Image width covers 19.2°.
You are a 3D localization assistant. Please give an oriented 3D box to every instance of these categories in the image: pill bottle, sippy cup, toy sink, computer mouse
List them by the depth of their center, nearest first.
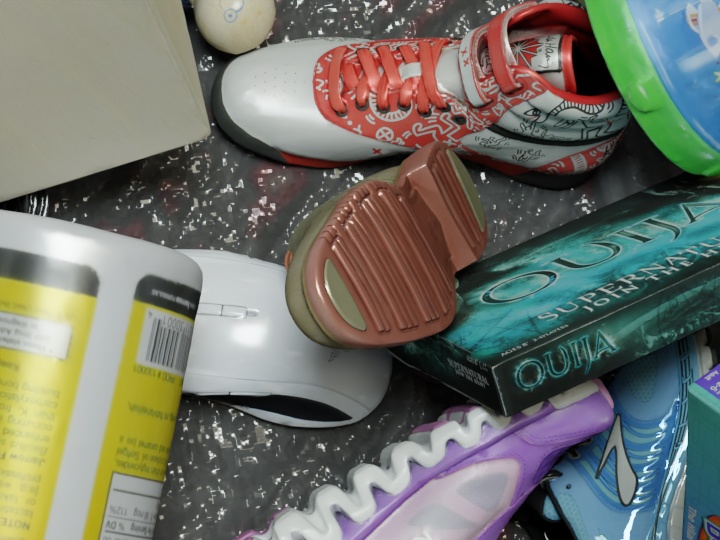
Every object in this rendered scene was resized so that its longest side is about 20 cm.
[{"bbox_3d":[-0.138,0.084,0.874,0.114,0.114,0.201,12,83,-9],"label":"pill bottle"},{"bbox_3d":[-0.157,-0.133,0.898,0.130,0.200,0.112,-17,59,4],"label":"toy sink"},{"bbox_3d":[0.188,-0.129,0.971,0.178,0.130,0.140,-12,81,-61],"label":"sippy cup"},{"bbox_3d":[-0.078,0.020,0.972,0.199,0.044,0.110,10,66,-10],"label":"computer mouse"}]

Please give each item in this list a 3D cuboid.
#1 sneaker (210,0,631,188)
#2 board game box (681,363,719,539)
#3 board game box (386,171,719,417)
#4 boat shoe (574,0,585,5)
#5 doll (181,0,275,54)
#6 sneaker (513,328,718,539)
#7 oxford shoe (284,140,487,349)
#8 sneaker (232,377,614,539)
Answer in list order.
[{"bbox_3d":[0.035,-0.093,1.009,0.200,0.108,0.068,8,67,-11],"label":"sneaker"},{"bbox_3d":[0.197,0.087,0.878,0.152,0.201,0.045,-34,50,-25],"label":"board game box"},{"bbox_3d":[0.118,0.002,0.957,0.199,0.135,0.028,-23,107,-18],"label":"board game box"},{"bbox_3d":[0.167,-0.135,1.083,0.073,0.063,0.201,-37,81,-24],"label":"boat shoe"},{"bbox_3d":[-0.132,-0.160,1.028,0.199,0.048,0.137,28,75,-1],"label":"doll"},{"bbox_3d":[0.112,0.089,0.974,0.089,0.078,0.201,7,64,-3],"label":"sneaker"},{"bbox_3d":[0.000,0.000,0.934,0.074,0.200,0.071,-24,94,21],"label":"oxford shoe"},{"bbox_3d":[0.030,0.117,0.932,0.200,0.080,0.089,-32,87,-3],"label":"sneaker"}]
